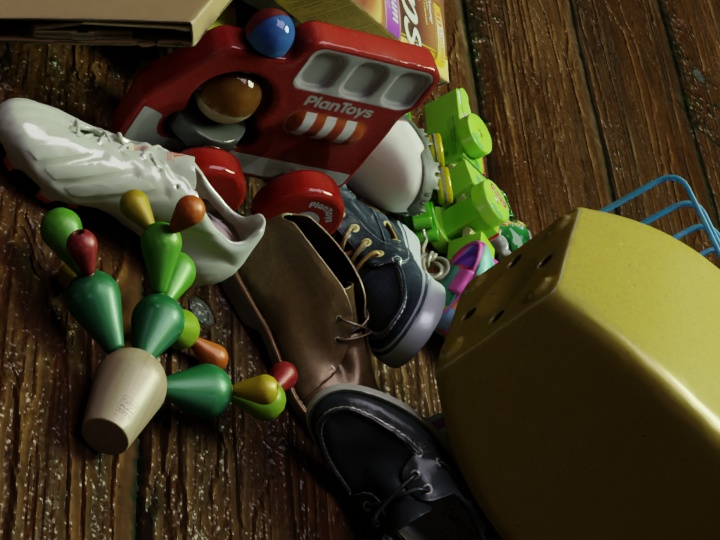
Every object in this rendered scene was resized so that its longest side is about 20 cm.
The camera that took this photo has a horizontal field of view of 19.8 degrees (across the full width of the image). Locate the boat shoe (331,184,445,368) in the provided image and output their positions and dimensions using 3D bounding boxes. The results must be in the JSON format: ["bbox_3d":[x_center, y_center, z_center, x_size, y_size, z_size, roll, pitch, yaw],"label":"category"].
[{"bbox_3d":[0.000,0.000,1.507,0.091,0.071,0.201,35,13,-18],"label":"boat shoe"}]

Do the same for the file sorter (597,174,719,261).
[{"bbox_3d":[0.274,0.032,1.780,0.200,0.122,0.140,46,21,-54],"label":"file sorter"}]

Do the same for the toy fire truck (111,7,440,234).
[{"bbox_3d":[-0.064,-0.116,1.440,0.198,0.168,0.113,11,46,-33],"label":"toy fire truck"}]

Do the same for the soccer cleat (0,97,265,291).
[{"bbox_3d":[-0.151,-0.062,1.360,0.199,0.077,0.070,36,32,-28],"label":"soccer cleat"}]

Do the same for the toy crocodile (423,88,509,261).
[{"bbox_3d":[0.087,-0.070,1.738,0.062,0.067,0.201,38,32,-44],"label":"toy crocodile"}]

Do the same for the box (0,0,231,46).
[{"bbox_3d":[-0.163,-0.202,1.445,0.200,0.162,0.021,-63,152,-59],"label":"box"}]

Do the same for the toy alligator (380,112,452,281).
[{"bbox_3d":[0.046,-0.051,1.673,0.055,0.059,0.201,82,-2,-49],"label":"toy alligator"}]

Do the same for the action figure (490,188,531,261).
[{"bbox_3d":[0.149,0.015,1.750,0.118,0.055,0.201,7,49,-54],"label":"action figure"}]

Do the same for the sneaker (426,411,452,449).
[{"bbox_3d":[0.101,0.143,1.525,0.199,0.075,0.100,-14,81,-54],"label":"sneaker"}]

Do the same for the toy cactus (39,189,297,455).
[{"bbox_3d":[-0.123,0.046,1.281,0.200,0.102,0.166,49,37,-24],"label":"toy cactus"}]

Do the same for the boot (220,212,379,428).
[{"bbox_3d":[-0.019,0.052,1.432,0.201,0.075,0.074,56,26,4],"label":"boot"}]

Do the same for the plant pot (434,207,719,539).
[{"bbox_3d":[0.163,0.078,1.413,0.200,0.194,0.196,46,32,-13],"label":"plant pot"}]

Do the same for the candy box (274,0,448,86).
[{"bbox_3d":[0.000,-0.227,1.596,0.200,0.056,0.118,33,48,-57],"label":"candy box"}]

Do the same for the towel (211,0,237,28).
[{"bbox_3d":[-0.130,-0.206,1.570,0.086,0.018,0.200,38,16,-19],"label":"towel"}]

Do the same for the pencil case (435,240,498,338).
[{"bbox_3d":[0.143,0.062,1.626,0.199,0.088,0.089,35,31,-12],"label":"pencil case"}]

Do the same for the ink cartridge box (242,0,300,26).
[{"bbox_3d":[-0.046,-0.282,1.678,0.200,0.083,0.147,22,67,-60],"label":"ink cartridge box"}]

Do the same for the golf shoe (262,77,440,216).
[{"bbox_3d":[-0.024,-0.107,1.589,0.088,0.078,0.200,-6,40,-49],"label":"golf shoe"}]

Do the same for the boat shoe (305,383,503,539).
[{"bbox_3d":[0.037,0.160,1.391,0.200,0.074,0.066,52,16,-23],"label":"boat shoe"}]
